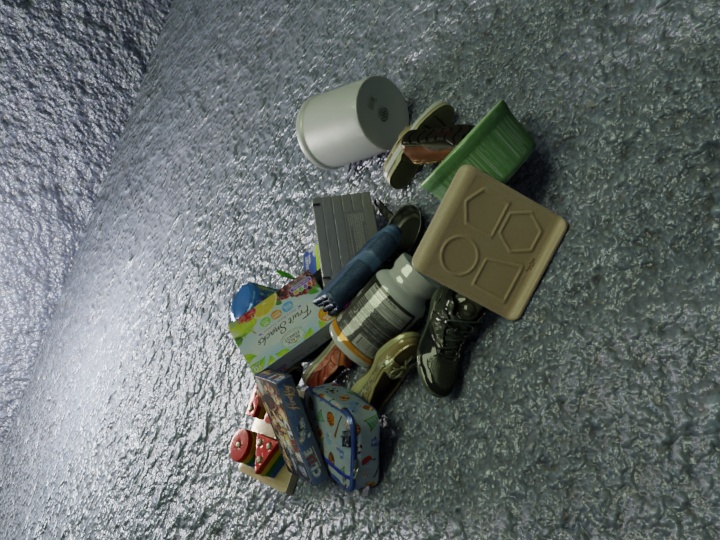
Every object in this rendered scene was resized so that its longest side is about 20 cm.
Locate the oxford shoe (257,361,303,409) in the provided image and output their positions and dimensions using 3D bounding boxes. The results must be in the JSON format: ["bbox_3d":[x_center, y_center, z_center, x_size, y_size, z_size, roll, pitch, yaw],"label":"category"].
[{"bbox_3d":[-0.139,0.187,1.665,0.074,0.071,0.202,-2,56,28],"label":"oxford shoe"}]

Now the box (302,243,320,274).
[{"bbox_3d":[-0.057,-0.019,1.779,0.199,0.047,0.123,-37,43,33],"label":"box"}]

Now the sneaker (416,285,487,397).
[{"bbox_3d":[0.150,0.105,1.377,0.114,0.075,0.201,134,153,-64],"label":"sneaker"}]

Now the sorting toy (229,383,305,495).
[{"bbox_3d":[-0.186,0.332,1.710,0.199,0.069,0.201,4,72,54],"label":"sorting toy"}]

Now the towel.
[{"bbox_3d":[0.000,0.000,1.568,0.200,0.049,0.112,-47,6,-19],"label":"towel"}]

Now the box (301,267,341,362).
[{"bbox_3d":[-0.080,0.081,1.716,0.199,0.036,0.144,-37,64,33],"label":"box"}]

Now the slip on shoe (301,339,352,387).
[{"bbox_3d":[-0.033,0.162,1.627,0.061,0.074,0.200,43,101,18],"label":"slip on shoe"}]

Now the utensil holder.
[{"bbox_3d":[-0.015,-0.320,1.812,0.199,0.169,0.172,-7,63,48],"label":"utensil holder"}]

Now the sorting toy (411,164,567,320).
[{"bbox_3d":[0.206,-0.044,1.335,0.187,0.198,0.036,-62,7,3],"label":"sorting toy"}]

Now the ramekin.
[{"bbox_3d":[0.204,-0.183,1.417,0.200,0.098,0.200,-46,2,2],"label":"ramekin"}]

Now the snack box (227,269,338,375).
[{"bbox_3d":[-0.146,0.111,1.641,0.199,0.053,0.143,-36,54,-3],"label":"snack box"}]

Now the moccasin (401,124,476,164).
[{"bbox_3d":[0.172,-0.227,1.581,0.199,0.078,0.074,-1,50,33],"label":"moccasin"}]

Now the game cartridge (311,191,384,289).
[{"bbox_3d":[-0.024,-0.059,1.673,0.038,0.128,0.202,103,160,-64],"label":"game cartridge"}]

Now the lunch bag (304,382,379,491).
[{"bbox_3d":[-0.035,0.300,1.492,0.200,0.075,0.162,26,117,58],"label":"lunch bag"}]

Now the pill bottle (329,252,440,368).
[{"bbox_3d":[0.045,0.072,1.515,0.200,0.116,0.117,-48,37,11],"label":"pill bottle"}]

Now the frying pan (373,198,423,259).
[{"bbox_3d":[0.066,-0.079,1.665,0.189,0.031,0.116,17,84,59],"label":"frying pan"}]

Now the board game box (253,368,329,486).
[{"bbox_3d":[-0.129,0.283,1.525,0.135,0.034,0.202,-3,108,65],"label":"board game box"}]

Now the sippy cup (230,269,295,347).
[{"bbox_3d":[-0.212,0.092,1.843,0.139,0.130,0.180,-16,56,47],"label":"sippy cup"}]

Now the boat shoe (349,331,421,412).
[{"bbox_3d":[0.053,0.189,1.488,0.201,0.073,0.063,-56,42,32],"label":"boat shoe"}]

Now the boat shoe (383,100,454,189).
[{"bbox_3d":[0.109,-0.264,1.686,0.201,0.074,0.069,-52,39,17],"label":"boat shoe"}]
